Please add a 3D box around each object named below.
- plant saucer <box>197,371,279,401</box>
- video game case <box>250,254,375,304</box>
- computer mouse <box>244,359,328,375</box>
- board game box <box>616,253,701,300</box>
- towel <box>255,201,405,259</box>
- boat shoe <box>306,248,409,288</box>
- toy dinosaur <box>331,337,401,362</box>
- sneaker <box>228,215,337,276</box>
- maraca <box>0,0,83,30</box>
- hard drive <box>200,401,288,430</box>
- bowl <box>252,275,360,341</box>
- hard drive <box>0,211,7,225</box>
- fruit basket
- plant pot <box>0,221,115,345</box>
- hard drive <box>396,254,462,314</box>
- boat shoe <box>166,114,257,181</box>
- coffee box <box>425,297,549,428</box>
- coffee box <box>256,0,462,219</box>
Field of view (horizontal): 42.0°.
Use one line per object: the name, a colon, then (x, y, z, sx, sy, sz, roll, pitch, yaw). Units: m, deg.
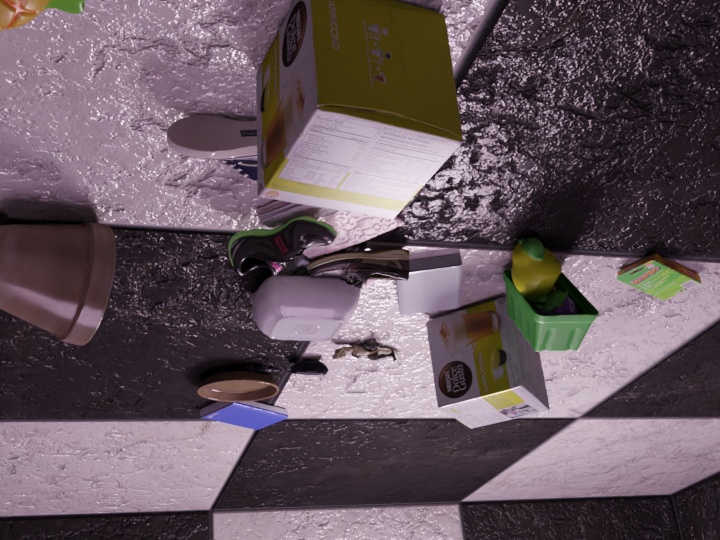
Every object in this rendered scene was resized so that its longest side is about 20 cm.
plant saucer: (-0.294, 0.280, 2.262, 0.196, 0.030, 0.201, -3, 157, -1)
video game case: (-0.092, 0.033, 1.850, 0.180, 0.024, 0.199, 13, 146, -34)
computer mouse: (-0.173, 0.225, 2.207, 0.196, 0.035, 0.059, 3, 171, -8)
board game box: (0.623, 0.014, 1.968, 0.198, 0.030, 0.095, 16, 145, -42)
towel: (-0.050, -0.088, 1.613, 0.197, 0.033, 0.190, -19, 151, 26)
boat shoe: (0.000, 0.000, 1.729, 0.196, 0.066, 0.073, -7, 171, -11)
toy dinosaur: (0.033, 0.188, 2.157, 0.197, 0.048, 0.088, 10, 164, -30)
sneaker: (-0.128, -0.034, 1.579, 0.197, 0.085, 0.077, -14, 153, 19)
maraca: (-0.379, -0.313, 0.996, 0.196, 0.109, 0.137, -2, 161, -8)
hard drive: (-0.304, 0.377, 2.470, 0.131, 0.026, 0.199, -25, 148, 33)
bowl: (-0.106, 0.081, 1.815, 0.196, 0.076, 0.200, 4, 158, -16)
hard drive: (-0.670, -0.043, 1.559, 0.137, 0.033, 0.200, 6, 150, -25)
fruit basket: (0.356, 0.030, 1.809, 0.153, 0.219, 0.216, 0, 153, -13)
plant pot: (-0.510, 0.007, 1.509, 0.171, 0.203, 0.199, 14, 147, -32)
hard drive: (0.138, 0.032, 1.896, 0.129, 0.027, 0.201, -7, 154, 1)
boat shoe: (-0.183, -0.170, 1.370, 0.196, 0.076, 0.093, 0, 145, -14)
coffee box: (0.278, 0.209, 2.061, 0.195, 0.203, 0.200, -18, 152, 22)
coffee box: (-0.009, -0.211, 1.192, 0.197, 0.203, 0.198, 8, 150, -24)
